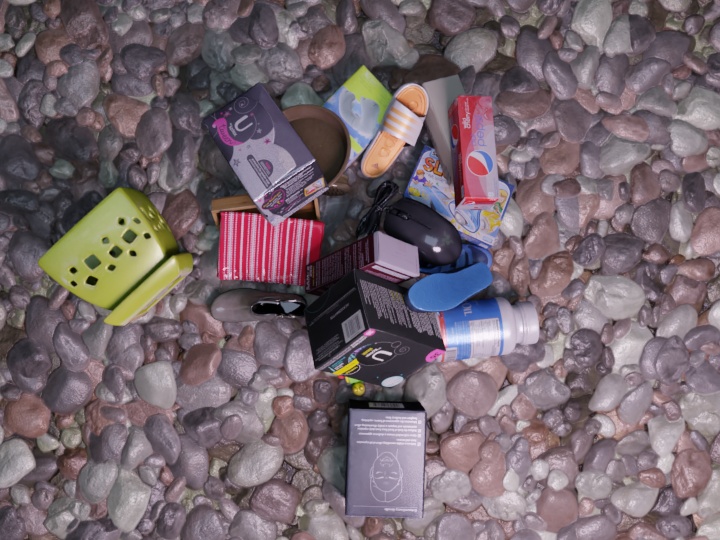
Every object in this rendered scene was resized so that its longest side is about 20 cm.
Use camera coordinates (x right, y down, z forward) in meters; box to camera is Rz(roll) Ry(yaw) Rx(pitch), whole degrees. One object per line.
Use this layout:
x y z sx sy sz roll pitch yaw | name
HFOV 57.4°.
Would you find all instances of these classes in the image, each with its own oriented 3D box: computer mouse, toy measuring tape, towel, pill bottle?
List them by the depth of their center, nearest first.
0.100 -0.079 1.225 0.199 0.053 0.139 28 76 7 | computer mouse
-0.172 -0.037 1.262 0.198 0.023 0.146 5 116 -10 | towel
0.235 0.111 1.268 0.198 0.112 0.113 -6 89 -3 | pill bottle
-0.025 0.147 1.282 0.073 0.074 0.202 -14 89 -2 | toy measuring tape

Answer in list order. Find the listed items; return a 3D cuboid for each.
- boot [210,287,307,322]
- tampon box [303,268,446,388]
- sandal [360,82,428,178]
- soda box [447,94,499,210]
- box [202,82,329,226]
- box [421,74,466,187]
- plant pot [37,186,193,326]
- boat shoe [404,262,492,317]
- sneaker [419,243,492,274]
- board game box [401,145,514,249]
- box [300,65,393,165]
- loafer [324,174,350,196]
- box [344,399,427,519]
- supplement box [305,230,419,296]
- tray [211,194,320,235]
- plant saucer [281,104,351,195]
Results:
-0.196 0.066 1.249 0.198 0.131 0.068 -2 88 -1 | boot
0.025 0.110 1.185 0.150 0.199 0.127 -39 48 31 | tampon box
0.071 -0.253 1.257 0.079 0.059 0.208 16 121 -25 | sandal
0.205 -0.214 1.194 0.069 0.063 0.202 0 76 -8 | soda box
-0.168 -0.205 1.166 0.132 0.115 0.201 -34 67 -2 | box
0.180 -0.269 1.274 0.081 0.068 0.202 -15 77 -12 | box
-0.432 -0.017 1.218 0.200 0.199 0.182 -42 96 -2 | plant pot
0.159 0.043 1.212 0.198 0.069 0.085 -10 78 -32 | boat shoe
0.164 -0.020 1.284 0.198 0.082 0.075 2 87 -4 | sneaker
0.189 -0.144 1.298 0.198 0.034 0.136 23 76 -1 | board game box
-0.025 -0.290 1.302 0.122 0.048 0.200 45 88 -2 | box
-0.109 -0.201 1.280 0.198 0.076 0.068 18 81 5 | loafer
0.046 0.357 1.260 0.147 0.107 0.202 3 88 -2 | box
0.000 0.000 1.211 0.108 0.199 0.061 19 59 -41 | supplement box
-0.178 -0.108 1.270 0.198 0.099 0.037 -9 53 -2 | tray
-0.112 -0.219 1.236 0.198 0.029 0.202 -4 70 11 | plant saucer
